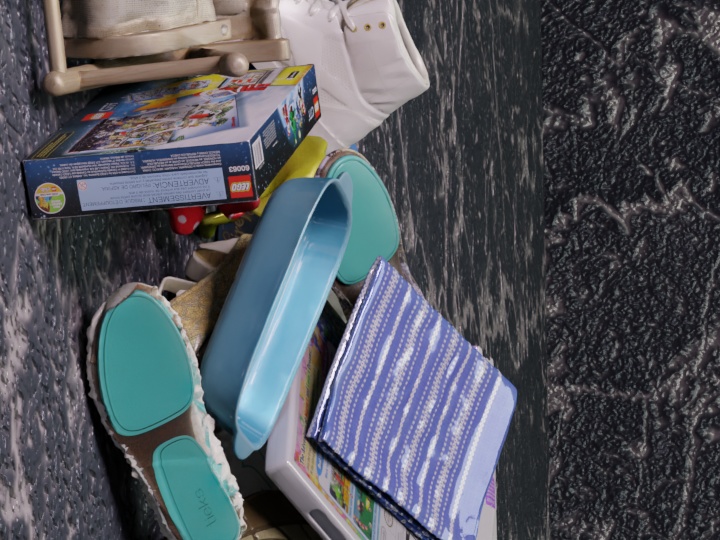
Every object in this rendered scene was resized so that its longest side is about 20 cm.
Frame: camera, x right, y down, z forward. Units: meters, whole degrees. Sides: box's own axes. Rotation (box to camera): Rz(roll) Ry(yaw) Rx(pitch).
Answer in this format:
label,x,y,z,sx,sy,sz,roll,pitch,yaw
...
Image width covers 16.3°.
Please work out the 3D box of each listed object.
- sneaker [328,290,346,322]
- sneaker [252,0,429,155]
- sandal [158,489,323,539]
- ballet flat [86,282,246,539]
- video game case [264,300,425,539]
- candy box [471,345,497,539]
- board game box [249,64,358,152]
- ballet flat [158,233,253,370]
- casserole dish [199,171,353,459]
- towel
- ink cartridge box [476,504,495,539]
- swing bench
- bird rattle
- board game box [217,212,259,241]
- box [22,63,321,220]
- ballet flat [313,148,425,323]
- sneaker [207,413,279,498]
label,x,y,z,sx,sy,sz,roll,pitch,yaw
sneaker,-0.030,0.009,1.924,0.200,0.075,0.089,-68,178,-52
sneaker,-0.033,-0.190,1.834,0.200,0.116,0.074,50,19,-19
sandal,-0.089,0.199,1.691,0.200,0.054,0.080,-11,76,-52
ballet flat,-0.130,0.094,1.583,0.072,0.072,0.200,-71,148,-62
video game case,-0.007,0.124,1.772,0.182,0.024,0.200,52,25,-33
candy box,0.024,0.167,2.047,0.072,0.168,0.200,40,48,-74
board game box,-0.071,-0.151,1.929,0.158,0.039,0.200,25,41,-58
ballet flat,-0.098,0.016,1.694,0.200,0.071,0.071,-51,138,-56
casserole dish,-0.058,0.024,1.640,0.121,0.039,0.200,65,46,-72
towel,0.043,0.100,1.766,0.200,0.024,0.145,44,58,-45
ink cartridge box,0.000,0.260,1.841,0.200,0.145,0.145,-78,-164,-50
swing bench,-0.124,-0.217,1.540,0.200,0.130,0.199,-55,140,-80
bird rattle,-0.106,-0.094,1.756,0.200,0.113,0.163,22,52,-63
board game box,-0.079,0.049,1.908,0.136,0.035,0.200,64,25,-63
box,-0.109,-0.080,1.531,0.200,0.136,0.038,-59,143,-70
ballet flat,0.000,0.000,1.791,0.072,0.072,0.200,-74,145,-58
sneaker,-0.090,0.118,1.754,0.080,0.070,0.200,-24,105,-56
